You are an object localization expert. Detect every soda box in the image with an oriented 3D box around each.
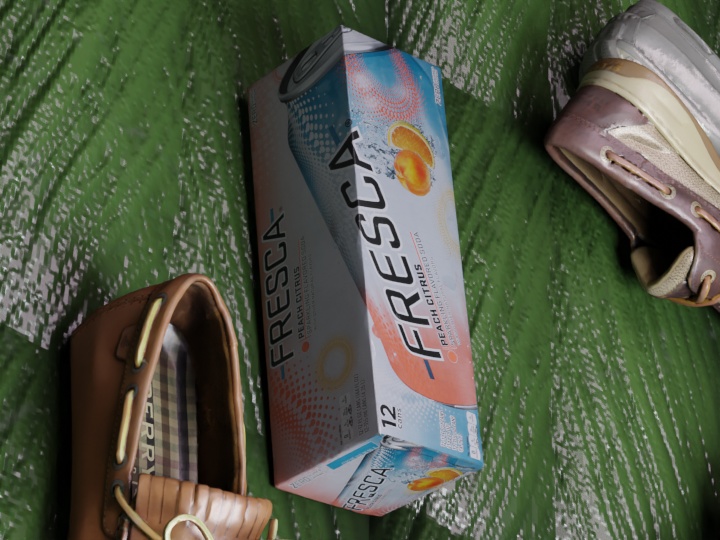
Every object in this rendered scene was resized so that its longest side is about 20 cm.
[{"bbox_3d":[0.000,0.000,1.112,0.064,0.068,0.200,19,54,-39],"label":"soda box"}]

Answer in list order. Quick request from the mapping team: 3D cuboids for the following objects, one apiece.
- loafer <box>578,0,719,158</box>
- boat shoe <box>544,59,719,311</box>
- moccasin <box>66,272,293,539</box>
[{"bbox_3d":[0.203,-0.062,1.365,0.200,0.070,0.070,46,57,-8],"label":"loafer"},{"bbox_3d":[0.166,-0.012,1.307,0.200,0.072,0.072,50,64,-20],"label":"boat shoe"},{"bbox_3d":[-0.065,0.096,0.971,0.074,0.078,0.202,25,49,-36],"label":"moccasin"}]
